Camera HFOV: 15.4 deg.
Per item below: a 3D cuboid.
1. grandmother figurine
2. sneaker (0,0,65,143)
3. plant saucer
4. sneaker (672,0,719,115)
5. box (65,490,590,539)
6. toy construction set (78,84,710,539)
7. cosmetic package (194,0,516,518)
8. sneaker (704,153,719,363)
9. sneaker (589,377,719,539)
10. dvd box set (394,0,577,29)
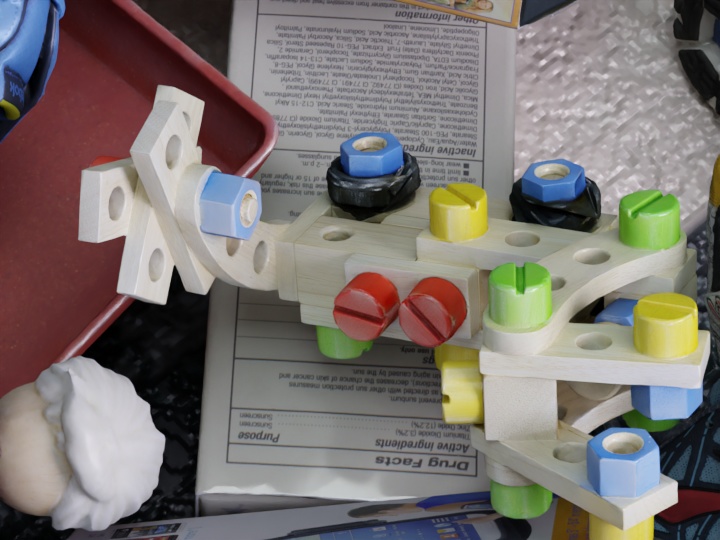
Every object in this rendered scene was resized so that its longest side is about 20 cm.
[{"bbox_3d":[-0.155,0.054,0.785,0.199,0.122,0.061,-1,21,-17],"label":"grandmother figurine"},{"bbox_3d":[-0.110,-0.096,0.835,0.078,0.066,0.201,33,97,36],"label":"sneaker"},{"bbox_3d":[-0.152,-0.020,0.891,0.200,0.037,0.199,-46,59,-8],"label":"plant saucer"},{"bbox_3d":[0.197,-0.054,0.937,0.089,0.079,0.200,-23,58,-19],"label":"sneaker"},{"bbox_3d":[-0.021,0.099,0.776,0.199,0.119,0.042,-4,97,7],"label":"box"},{"bbox_3d":[0.016,0.007,0.784,0.199,0.093,0.131,22,35,16],"label":"toy construction set"},{"bbox_3d":[0.000,0.000,0.907,0.103,0.073,0.201,4,63,-1],"label":"cosmetic package"},{"bbox_3d":[0.130,0.034,0.740,0.077,0.082,0.200,-22,35,7],"label":"sneaker"},{"bbox_3d":[0.135,0.067,0.813,0.079,0.199,0.096,8,77,-43],"label":"sneaker"},{"bbox_3d":[-0.012,-0.130,0.926,0.199,0.030,0.146,15,20,17],"label":"dvd box set"}]
